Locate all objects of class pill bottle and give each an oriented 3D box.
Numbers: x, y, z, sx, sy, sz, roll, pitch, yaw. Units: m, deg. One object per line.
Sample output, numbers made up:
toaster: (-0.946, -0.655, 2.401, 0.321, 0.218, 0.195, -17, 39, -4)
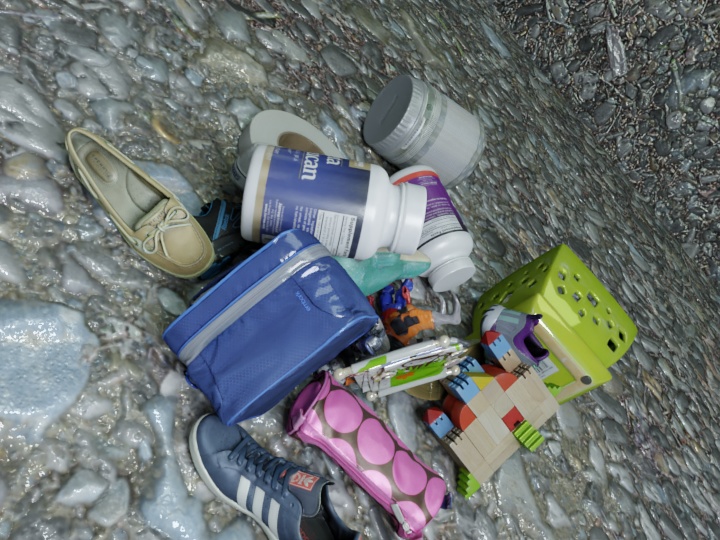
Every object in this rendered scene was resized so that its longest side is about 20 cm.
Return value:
pill bottle: (-0.030, -0.074, 0.747, 0.199, 0.111, 0.111, 9, 43, -5)
pill bottle: (0.114, -0.069, 1.085, 0.112, 0.112, 0.201, 2, 56, -47)

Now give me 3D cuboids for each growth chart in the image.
growth chart: (0.055, 0.112, 0.745, 0.200, 0.144, 0.018, 63, 9, -69)

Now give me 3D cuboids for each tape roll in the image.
tape roll: (-0.094, -0.162, 1.010, 0.202, 0.037, 0.203, 29, 38, -26)

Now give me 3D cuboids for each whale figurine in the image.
whale figurine: (0.000, 0.000, 0.876, 0.199, 0.159, 0.104, 9, 81, -36)

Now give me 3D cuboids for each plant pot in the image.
plant pot: (0.295, 0.110, 1.048, 0.199, 0.200, 0.181, 49, 40, -2)

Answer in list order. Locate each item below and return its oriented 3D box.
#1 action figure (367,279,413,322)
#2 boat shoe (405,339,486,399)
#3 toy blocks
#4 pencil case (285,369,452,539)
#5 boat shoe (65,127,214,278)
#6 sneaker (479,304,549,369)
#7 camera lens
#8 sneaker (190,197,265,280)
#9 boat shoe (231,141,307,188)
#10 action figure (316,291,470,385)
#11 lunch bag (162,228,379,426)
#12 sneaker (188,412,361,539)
action figure: (0.045, 0.051, 0.936, 0.200, 0.065, 0.052, -82, 154, -49)
boat shoe: (0.111, 0.133, 0.926, 0.200, 0.063, 0.074, -10, 104, -47)
toy blocks: (0.163, 0.175, 0.854, 0.137, 0.200, 0.100, 52, -11, -15)
pencil case: (0.004, 0.206, 0.719, 0.200, 0.091, 0.094, 42, 35, -5)
boat shoe: (-0.241, -0.072, 0.706, 0.073, 0.063, 0.201, -41, 87, -12)
sneaker: (0.228, 0.146, 0.935, 0.074, 0.087, 0.201, -43, 128, -43)
camera lens: (0.126, -0.257, 1.239, 0.199, 0.160, 0.160, 25, 41, -31)
sneaker: (-0.152, -0.063, 0.815, 0.082, 0.073, 0.200, 51, 34, 2)
boat shoe: (-0.079, -0.130, 0.905, 0.199, 0.065, 0.074, 4, 55, -45)
action figure: (0.034, 0.091, 0.788, 0.200, 0.193, 0.105, -131, -164, -79)
lunch bag: (-0.098, 0.055, 0.662, 0.133, 0.200, 0.136, 52, 3, 11)
sneaker: (-0.077, 0.206, 0.627, 0.200, 0.084, 0.075, 47, 34, -3)
